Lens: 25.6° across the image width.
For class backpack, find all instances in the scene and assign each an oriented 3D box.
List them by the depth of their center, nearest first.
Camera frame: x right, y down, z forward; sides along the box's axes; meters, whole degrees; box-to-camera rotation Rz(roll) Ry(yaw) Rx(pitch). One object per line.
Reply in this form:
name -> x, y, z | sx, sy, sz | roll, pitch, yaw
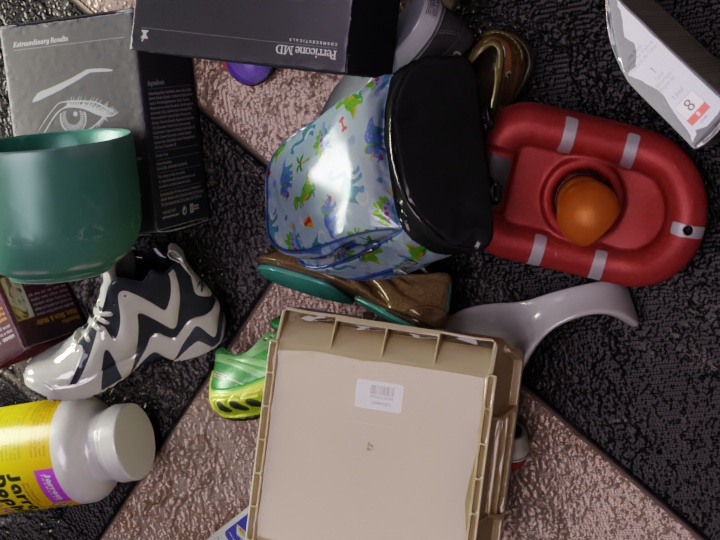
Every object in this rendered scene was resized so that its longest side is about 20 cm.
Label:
backpack -> 0.010, -0.069, 1.299 | 0.152, 0.200, 0.166 | 0, 77, -20

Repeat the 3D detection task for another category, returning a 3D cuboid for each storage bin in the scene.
storage bin -> 0.020, 0.142, 1.315 | 0.197, 0.094, 0.201 | 8, 92, 18

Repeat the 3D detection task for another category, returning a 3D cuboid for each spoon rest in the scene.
spoon rest -> 0.135, 0.060, 1.356 | 0.198, 0.060, 0.100 | -27, 58, 21

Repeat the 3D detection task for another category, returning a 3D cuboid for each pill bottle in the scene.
pill bottle -> -0.301, 0.178, 1.539 | 0.198, 0.104, 0.106 | -11, 94, 24

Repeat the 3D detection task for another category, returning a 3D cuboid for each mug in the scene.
mug -> -0.262, -0.056, 1.360 | 0.150, 0.185, 0.116 | -5, 101, -2

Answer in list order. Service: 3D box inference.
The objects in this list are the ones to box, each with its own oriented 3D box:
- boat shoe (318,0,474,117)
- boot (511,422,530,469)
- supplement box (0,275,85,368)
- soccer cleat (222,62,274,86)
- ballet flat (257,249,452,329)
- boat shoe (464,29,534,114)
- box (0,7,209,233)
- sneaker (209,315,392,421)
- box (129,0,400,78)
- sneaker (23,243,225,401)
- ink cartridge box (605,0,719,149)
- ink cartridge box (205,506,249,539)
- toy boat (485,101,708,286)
boat shoe -> 0.028, -0.155, 1.364 | 0.066, 0.070, 0.200 | 26, 131, -19
boot -> 0.059, 0.194, 1.413 | 0.198, 0.072, 0.146 | 4, 101, 30
supplement box -> -0.362, -0.009, 1.530 | 0.085, 0.110, 0.202 | -25, 89, 24
soccer cleat -> -0.132, -0.260, 1.413 | 0.067, 0.073, 0.203 | -16, 92, 24
ballet flat -> 0.000, 0.000, 1.404 | 0.198, 0.068, 0.073 | 19, 78, 34
boat shoe -> 0.078, -0.112, 1.353 | 0.071, 0.068, 0.202 | 26, 108, 16
box -> -0.234, -0.135, 1.460 | 0.146, 0.104, 0.203 | -2, 97, 23
sneaker -> -0.048, 0.074, 1.429 | 0.197, 0.074, 0.085 | -15, 66, 10
box -> -0.071, -0.257, 1.279 | 0.198, 0.104, 0.185 | 10, 97, 22
sneaker -> -0.234, 0.035, 1.460 | 0.197, 0.080, 0.131 | -15, 120, 10
ink cartridge box -> 0.216, -0.179, 1.234 | 0.200, 0.162, 0.050 | 43, 109, 11
ink cartridge box -> -0.063, 0.249, 1.454 | 0.200, 0.039, 0.100 | -41, 76, 42
toy boat -> 0.182, -0.053, 1.273 | 0.197, 0.131, 0.132 | 13, 105, -1
